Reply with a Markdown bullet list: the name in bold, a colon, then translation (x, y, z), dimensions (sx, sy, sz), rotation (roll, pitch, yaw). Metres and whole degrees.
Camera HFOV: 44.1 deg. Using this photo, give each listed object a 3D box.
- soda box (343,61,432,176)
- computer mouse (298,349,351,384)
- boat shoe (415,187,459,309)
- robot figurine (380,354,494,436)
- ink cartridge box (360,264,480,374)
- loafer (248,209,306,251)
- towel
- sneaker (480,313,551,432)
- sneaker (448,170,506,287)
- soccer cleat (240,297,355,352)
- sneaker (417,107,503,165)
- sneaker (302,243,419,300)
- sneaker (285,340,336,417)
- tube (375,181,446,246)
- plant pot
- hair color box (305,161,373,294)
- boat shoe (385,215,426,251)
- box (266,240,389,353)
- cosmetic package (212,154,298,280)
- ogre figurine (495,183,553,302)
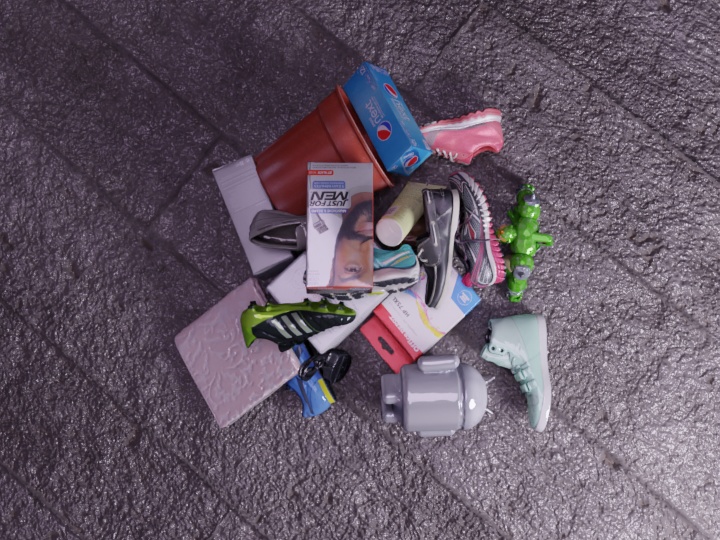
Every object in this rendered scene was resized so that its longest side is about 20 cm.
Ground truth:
- **soda box**: translation (0.046, -0.269, 1.573), dimensions (0.068, 0.063, 0.203), rotation (-42, 60, 30)
- **computer mouse**: translation (-0.065, 0.161, 1.510), dimensions (0.034, 0.199, 0.060), rotation (24, 94, 20)
- **boat shoe**: translation (0.122, -0.037, 1.496), dimensions (0.066, 0.072, 0.205), rotation (4, 99, -10)
- **robot figurine**: translation (0.132, 0.216, 1.524), dimensions (0.195, 0.114, 0.173), rotation (-1, 125, -1)
- **ink cartridge box**: translation (0.103, 0.077, 1.568), dimensions (0.200, 0.067, 0.117), rotation (-42, 83, -1)
- **loafer**: translation (-0.090, -0.059, 1.483), dimensions (0.195, 0.071, 0.070), rotation (2, 40, 12)
- **towel**: translation (-0.217, 0.146, 1.573), dimensions (0.199, 0.032, 0.193), rotation (-36, 77, 17)
- **sneaker**: translation (0.265, 0.178, 1.540), dimensions (0.115, 0.074, 0.205), rotation (-1, 74, -2)
- **sneaker**: translation (0.188, -0.071, 1.520), dimensions (0.073, 0.081, 0.204), rotation (-15, 82, -5)
- **soccer cleat**: translation (-0.103, 0.092, 1.485), dimensions (0.195, 0.068, 0.083), rotation (-2, 102, 6)
- **sneaker**: translation (0.165, -0.227, 1.595), dimensions (0.196, 0.074, 0.089), rotation (-15, 87, 4)
- **sneaker**: translation (0.000, 0.000, 1.486), dimensions (0.195, 0.078, 0.081), rotation (-6, 65, -1)
- **sneaker**: translation (-0.117, 0.163, 1.578), dimensions (0.077, 0.066, 0.203), rotation (-28, 83, 5)
- **tube**: translation (0.085, -0.108, 1.536), dimensions (0.058, 0.200, 0.052), rotation (43, 127, -4)
- **plant pot**: translation (-0.070, -0.184, 1.557), dimensions (0.193, 0.201, 0.203), rotation (-30, 82, 8)
- **hair color box**: translation (-0.033, -0.068, 1.421), dimensions (0.108, 0.064, 0.205), rotation (0, 80, -2)
- **boat shoe**: translation (0.136, -0.080, 1.582), dimensions (0.196, 0.068, 0.073), rotation (-18, 83, 2)
- **box**: translation (-0.039, 0.024, 1.565), dimensions (0.199, 0.106, 0.153), rotation (-42, 82, -1)
- **cosmetic package**: translation (-0.184, -0.092, 1.591), dimensions (0.089, 0.107, 0.204), rotation (-20, 81, 1)
- **ogre figurine**: translation (0.283, -0.056, 1.542), dimensions (0.097, 0.120, 0.203), rotation (27, 85, 6)
